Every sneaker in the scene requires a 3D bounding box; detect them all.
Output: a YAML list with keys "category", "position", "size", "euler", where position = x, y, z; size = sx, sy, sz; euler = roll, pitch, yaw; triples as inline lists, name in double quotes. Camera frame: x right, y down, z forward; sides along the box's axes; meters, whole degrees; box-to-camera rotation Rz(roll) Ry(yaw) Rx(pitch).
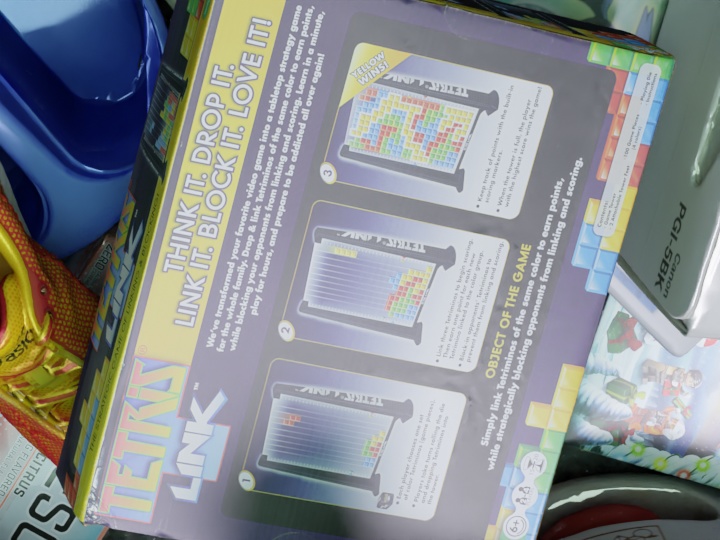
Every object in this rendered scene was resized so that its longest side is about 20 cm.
- category: "sneaker"
  position: [-0.119, 0.029, 0.952]
  size: [0.073, 0.077, 0.200]
  euler: [-35, 118, 16]

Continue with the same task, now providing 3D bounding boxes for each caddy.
- category: "caddy"
  position: [-0.157, -0.094, 0.981]
  size: [0.141, 0.105, 0.200]
  euler: [-39, 105, 7]

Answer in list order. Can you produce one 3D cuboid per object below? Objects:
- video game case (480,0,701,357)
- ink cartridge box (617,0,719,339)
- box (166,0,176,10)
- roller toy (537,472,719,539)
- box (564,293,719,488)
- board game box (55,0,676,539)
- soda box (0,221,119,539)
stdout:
- category: "video game case"
  position: [0.123, -0.087, 0.976]
  size: [0.182, 0.022, 0.200]
  euler: [-44, 122, 6]
- category: "ink cartridge box"
  position: [0.203, -0.051, 0.964]
  size: [0.199, 0.083, 0.148]
  euler: [5, 114, -24]
- category: "box"
  position: [-0.011, -0.089, 1.014]
  size: [0.082, 0.068, 0.200]
  euler: [-39, 106, 6]
- category: "roller toy"
  position: [0.110, 0.183, 1.056]
  size: [0.200, 0.140, 0.183]
  euler: [35, 101, -15]
- category: "box"
  position: [0.169, -0.009, 1.065]
  size: [0.136, 0.040, 0.201]
  euler: [15, 103, -10]
- category: "board game box"
  position: [0.000, 0.000, 0.916]
  size: [0.164, 0.057, 0.201]
  euler: [12, 102, -18]
- category: "soda box"
  position: [-0.123, 0.074, 1.050]
  size: [0.063, 0.068, 0.201]
  euler: [31, 102, -12]
